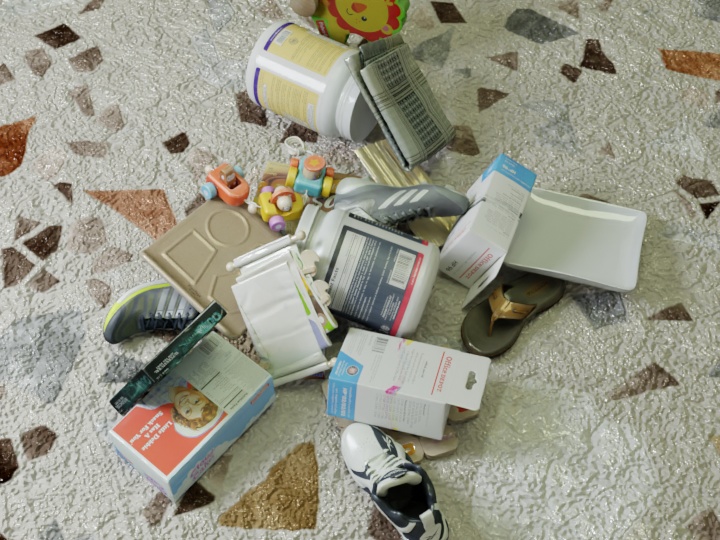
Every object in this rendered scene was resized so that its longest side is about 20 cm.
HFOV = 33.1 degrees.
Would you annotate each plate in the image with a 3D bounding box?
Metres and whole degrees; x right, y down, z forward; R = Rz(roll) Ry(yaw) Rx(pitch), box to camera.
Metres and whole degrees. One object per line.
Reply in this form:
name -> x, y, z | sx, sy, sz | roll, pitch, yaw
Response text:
plate -> 0.316, -0.042, 1.792 | 0.197, 0.033, 0.200 | 13, 39, 10

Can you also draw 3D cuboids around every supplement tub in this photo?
supplement tub -> -0.069, -0.301, 1.944 | 0.198, 0.146, 0.146 | 26, 56, 19
supplement tub -> 0.000, 0.000, 1.678 | 0.198, 0.141, 0.141 | 20, 53, 0

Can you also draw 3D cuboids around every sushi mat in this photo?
sushi mat -> 0.078, -0.120, 1.836 | 0.095, 0.012, 0.201 | -26, 73, -35

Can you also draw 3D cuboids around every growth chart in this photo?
growth chart -> -0.100, 0.056, 1.629 | 0.143, 0.202, 0.018 | -14, 10, 18

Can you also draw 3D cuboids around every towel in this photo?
towel -> 0.069, -0.269, 1.878 | 0.201, 0.034, 0.192 | 60, 34, -5

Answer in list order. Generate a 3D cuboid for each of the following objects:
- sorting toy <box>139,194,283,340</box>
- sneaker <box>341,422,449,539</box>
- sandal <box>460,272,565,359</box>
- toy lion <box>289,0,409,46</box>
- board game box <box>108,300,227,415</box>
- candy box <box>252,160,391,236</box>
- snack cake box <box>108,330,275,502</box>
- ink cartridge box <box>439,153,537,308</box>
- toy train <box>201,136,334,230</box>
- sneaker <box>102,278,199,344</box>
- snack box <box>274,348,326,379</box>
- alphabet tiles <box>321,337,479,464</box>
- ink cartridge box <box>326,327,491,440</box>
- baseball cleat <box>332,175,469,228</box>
sorting toy -> -0.187, -0.009, 1.726 | 0.185, 0.037, 0.200 | 41, 51, 10
sneaker -> 0.038, 0.253, 1.509 | 0.079, 0.130, 0.200 | -25, 61, -10
sandal -> 0.219, 0.049, 1.726 | 0.199, 0.055, 0.082 | -33, 59, -24
toy lion -> -0.006, -0.413, 1.975 | 0.189, 0.201, 0.069 | 4, 48, 25
board game box -> -0.255, 0.117, 1.593 | 0.028, 0.200, 0.135 | 47, 61, -3
candy box -> -0.061, -0.093, 1.838 | 0.197, 0.056, 0.116 | 11, 52, 8
snack cake box -> -0.219, 0.191, 1.603 | 0.114, 0.068, 0.200 | 34, 63, 22
ink cartridge box -> 0.177, -0.058, 1.763 | 0.067, 0.116, 0.201 | 30, 54, -7
toy train -> -0.127, -0.142, 1.781 | 0.199, 0.056, 0.150 | -32, 67, -33
sneaker -> -0.269, 0.056, 1.715 | 0.198, 0.074, 0.081 | -27, 60, -17
snack box -> -0.084, 0.065, 1.734 | 0.071, 0.024, 0.202 | 0, 52, -1
alphabet tiles -> 0.054, 0.175, 1.654 | 0.193, 0.015, 0.201 | -16, 53, -12
ink cartridge box -> 0.065, 0.153, 1.601 | 0.197, 0.069, 0.116 | 12, 36, 10
baseball cleat -> 0.056, -0.080, 1.762 | 0.197, 0.070, 0.108 | 6, 63, 14
